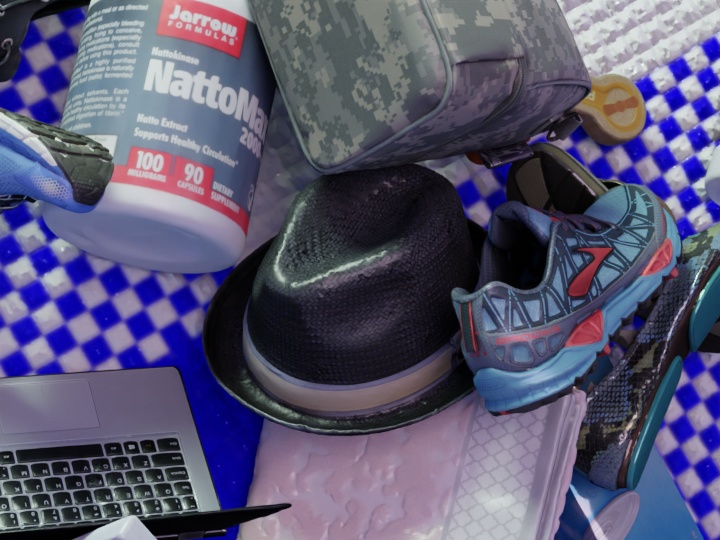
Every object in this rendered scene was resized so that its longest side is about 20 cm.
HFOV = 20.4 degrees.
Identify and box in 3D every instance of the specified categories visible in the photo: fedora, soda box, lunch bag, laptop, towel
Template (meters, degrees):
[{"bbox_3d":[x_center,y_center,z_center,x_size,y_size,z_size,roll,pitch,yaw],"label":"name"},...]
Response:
[{"bbox_3d":[0.000,0.000,1.159,0.200,0.092,0.201,-2,42,2],"label":"fedora"},{"bbox_3d":[0.129,0.098,1.243,0.068,0.064,0.201,-27,87,-23],"label":"soda box"},{"bbox_3d":[0.038,-0.160,1.146,0.167,0.139,0.201,-13,78,-43],"label":"lunch bag"},{"bbox_3d":[-0.158,0.094,1.068,0.186,0.116,0.200,-2,45,-20],"label":"laptop"},{"bbox_3d":[0.020,0.145,1.158,0.190,0.032,0.201,8,72,21],"label":"towel"}]

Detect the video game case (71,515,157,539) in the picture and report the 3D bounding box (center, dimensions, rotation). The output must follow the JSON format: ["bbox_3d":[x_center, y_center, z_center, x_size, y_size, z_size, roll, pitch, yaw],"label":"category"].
[{"bbox_3d":[-0.139,0.206,1.022,0.143,0.200,0.018,51,39,-17],"label":"video game case"}]

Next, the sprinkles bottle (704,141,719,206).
[{"bbox_3d":[0.291,-0.133,1.352,0.068,0.068,0.201,25,70,-12],"label":"sprinkles bottle"}]

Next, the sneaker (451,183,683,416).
[{"bbox_3d":[0.118,-0.007,1.145,0.096,0.079,0.200,60,42,-18],"label":"sneaker"}]

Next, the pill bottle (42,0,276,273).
[{"bbox_3d":[-0.109,-0.110,1.177,0.119,0.120,0.201,14,73,-16],"label":"pill bottle"}]

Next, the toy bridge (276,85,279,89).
[{"bbox_3d":[-0.005,-0.201,1.264,0.027,0.067,0.201,28,69,-11],"label":"toy bridge"}]

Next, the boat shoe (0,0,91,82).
[{"bbox_3d":[-0.215,-0.144,1.163,0.199,0.074,0.066,-45,111,-47],"label":"boat shoe"}]

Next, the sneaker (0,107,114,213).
[{"bbox_3d":[-0.214,-0.046,1.107,0.078,0.199,0.090,17,84,-49],"label":"sneaker"}]

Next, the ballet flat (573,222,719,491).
[{"bbox_3d":[0.174,0.037,1.207,0.074,0.074,0.200,36,65,-8],"label":"ballet flat"}]

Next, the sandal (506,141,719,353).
[{"bbox_3d":[0.175,-0.018,1.288,0.201,0.080,0.057,35,52,-18],"label":"sandal"}]

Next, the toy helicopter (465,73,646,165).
[{"bbox_3d":[0.100,-0.118,1.281,0.199,0.079,0.133,18,67,-26],"label":"toy helicopter"}]
